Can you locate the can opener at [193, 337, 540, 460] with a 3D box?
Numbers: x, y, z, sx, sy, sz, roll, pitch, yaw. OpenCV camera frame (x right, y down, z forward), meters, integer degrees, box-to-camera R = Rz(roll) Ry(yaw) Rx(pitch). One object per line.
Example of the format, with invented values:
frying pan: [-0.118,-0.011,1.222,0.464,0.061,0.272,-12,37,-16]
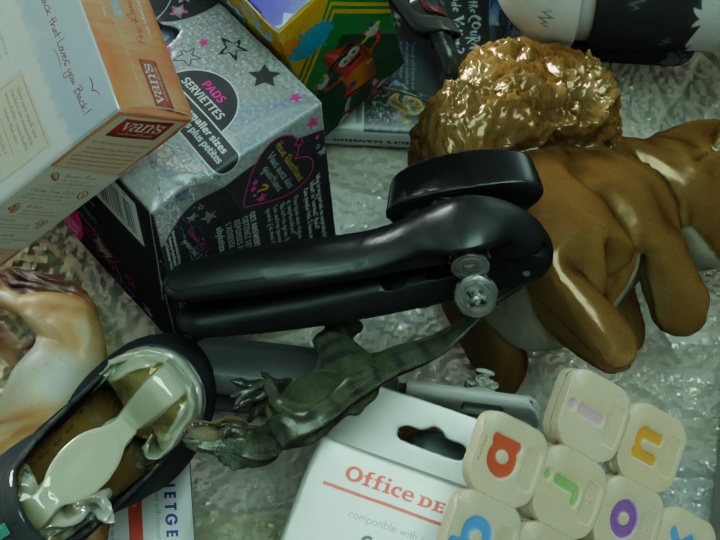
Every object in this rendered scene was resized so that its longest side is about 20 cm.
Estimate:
can opener: [0.002,0.076,1.118,0.199,0.053,0.067,11,64,0]

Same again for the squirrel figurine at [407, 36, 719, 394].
squirrel figurine: [0.129,-0.051,1.134,0.186,0.142,0.200,-31,87,-25]

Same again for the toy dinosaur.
toy dinosaur: [-0.016,0.051,1.050,0.200,0.088,0.048,-29,115,-28]

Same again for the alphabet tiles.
alphabet tiles: [0.104,0.156,1.037,0.195,0.015,0.201,28,77,-39]

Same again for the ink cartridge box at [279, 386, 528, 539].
ink cartridge box: [0.012,0.160,1.049,0.116,0.068,0.201,19,79,2]

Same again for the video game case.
video game case: [0.012,-0.166,1.246,0.181,0.023,0.201,3,65,-4]

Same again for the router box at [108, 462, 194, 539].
router box: [-0.170,0.202,1.047,0.179,0.049,0.201,-2,66,-6]

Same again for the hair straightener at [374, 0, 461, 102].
hair straightener: [0.000,-0.176,1.224,0.077,0.041,0.201,-27,75,6]

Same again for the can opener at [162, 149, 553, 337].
can opener: [0.000,0.000,1.036,0.199,0.064,0.079,-17,38,8]

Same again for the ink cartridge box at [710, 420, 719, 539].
ink cartridge box: [0.257,0.101,1.123,0.115,0.068,0.201,10,66,-1]

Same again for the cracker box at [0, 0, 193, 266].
cracker box: [-0.186,-0.085,1.030,0.058,0.200,0.134,3,60,-52]

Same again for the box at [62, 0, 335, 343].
box: [-0.116,-0.083,1.115,0.115,0.132,0.200,-34,59,-20]

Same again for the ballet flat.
ballet flat: [-0.119,0.082,1.002,0.073,0.073,0.200,36,42,11]

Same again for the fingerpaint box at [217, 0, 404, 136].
fingerpaint box: [-0.072,-0.189,1.131,0.073,0.167,0.200,-42,73,-5]

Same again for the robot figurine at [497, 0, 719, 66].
robot figurine: [0.172,-0.189,1.186,0.199,0.125,0.151,-1,100,-3]

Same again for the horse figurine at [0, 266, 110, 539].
horse figurine: [-0.181,0.062,1.071,0.132,0.050,0.200,6,45,4]
